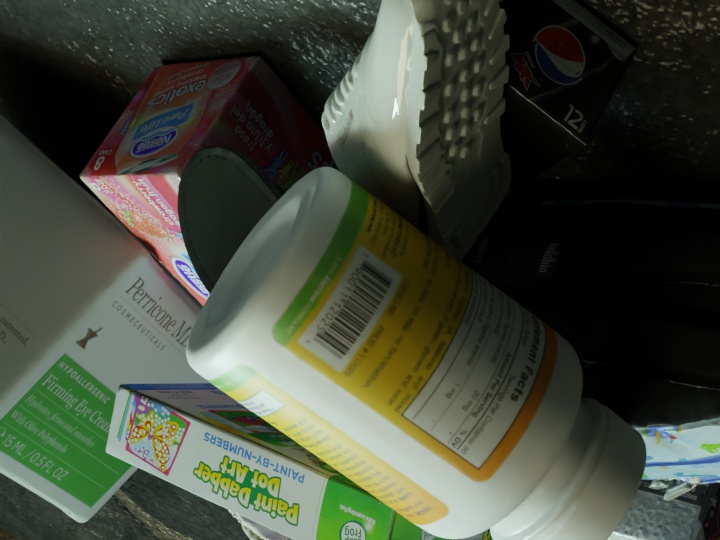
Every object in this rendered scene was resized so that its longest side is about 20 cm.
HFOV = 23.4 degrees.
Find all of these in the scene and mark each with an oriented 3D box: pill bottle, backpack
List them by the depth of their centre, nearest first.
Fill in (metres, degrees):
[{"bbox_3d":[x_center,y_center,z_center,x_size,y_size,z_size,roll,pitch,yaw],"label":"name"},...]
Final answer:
[{"bbox_3d":[0.030,0.053,0.798,0.200,0.111,0.111,36,154,-13],"label":"pill bottle"},{"bbox_3d":[0.159,0.038,0.897,0.154,0.163,0.200,35,149,-29],"label":"backpack"}]

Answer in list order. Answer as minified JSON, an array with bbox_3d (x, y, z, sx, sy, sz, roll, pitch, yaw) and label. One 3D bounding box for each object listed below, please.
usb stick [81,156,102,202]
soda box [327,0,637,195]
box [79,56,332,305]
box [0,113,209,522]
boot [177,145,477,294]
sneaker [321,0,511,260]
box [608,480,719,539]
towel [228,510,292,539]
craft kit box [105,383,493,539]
[{"bbox_3d":[-0.103,-0.019,1.201,0.200,0.033,0.055,33,154,-5],"label":"usb stick"},{"bbox_3d":[0.054,-0.075,0.890,0.071,0.063,0.200,36,155,-11],"label":"soda box"},{"bbox_3d":[-0.059,-0.028,1.064,0.103,0.095,0.200,4,144,46],"label":"box"},{"bbox_3d":[-0.224,0.027,1.165,0.200,0.171,0.199,39,173,26],"label":"box"},{"bbox_3d":[0.000,0.000,0.997,0.200,0.174,0.069,49,117,7],"label":"boot"},{"bbox_3d":[0.018,-0.072,0.783,0.080,0.076,0.200,32,155,20],"label":"sneaker"},{"bbox_3d":[0.151,0.123,1.063,0.200,0.132,0.115,10,149,38],"label":"box"},{"bbox_3d":[0.005,0.188,1.301,0.200,0.132,0.035,32,148,34],"label":"towel"},{"bbox_3d":[-0.001,0.108,0.959,0.197,0.049,0.200,15,-173,37],"label":"craft kit box"}]
